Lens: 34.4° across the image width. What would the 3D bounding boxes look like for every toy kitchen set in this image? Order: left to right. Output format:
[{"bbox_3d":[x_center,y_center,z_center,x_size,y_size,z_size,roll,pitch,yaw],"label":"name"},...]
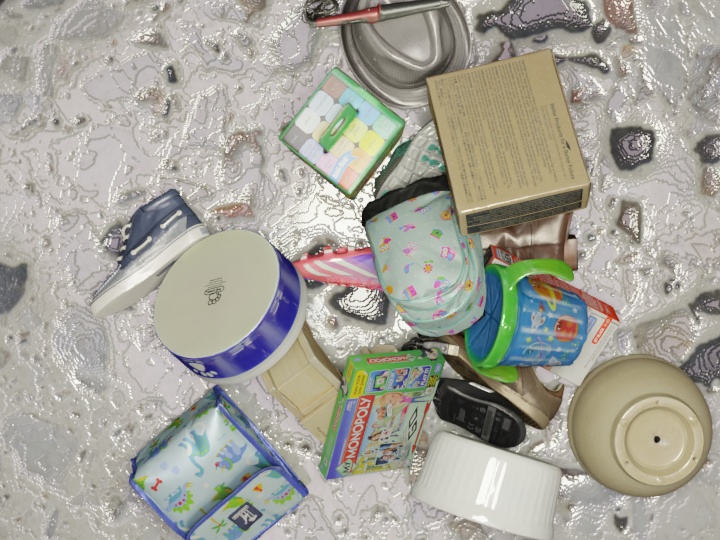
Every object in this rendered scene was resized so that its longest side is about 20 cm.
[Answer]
[{"bbox_3d":[-0.034,0.118,1.622,0.163,0.181,0.200,-36,131,5],"label":"toy kitchen set"}]

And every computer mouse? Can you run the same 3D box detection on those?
[{"bbox_3d":[0.143,0.157,1.595,0.200,0.046,0.141,18,127,22],"label":"computer mouse"}]

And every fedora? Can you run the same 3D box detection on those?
[{"bbox_3d":[0.062,-0.326,1.591,0.177,0.090,0.200,-28,92,2],"label":"fedora"}]

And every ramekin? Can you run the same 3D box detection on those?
[{"bbox_3d":[0.175,0.286,1.568,0.200,0.200,0.098,18,85,0],"label":"ramekin"}]

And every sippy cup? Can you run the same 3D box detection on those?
[{"bbox_3d":[0.218,0.068,1.503,0.130,0.178,0.140,11,75,-15],"label":"sippy cup"}]

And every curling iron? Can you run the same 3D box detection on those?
[{"bbox_3d":[0.018,-0.350,1.539,0.199,0.026,0.050,-1,87,8],"label":"curling iron"}]

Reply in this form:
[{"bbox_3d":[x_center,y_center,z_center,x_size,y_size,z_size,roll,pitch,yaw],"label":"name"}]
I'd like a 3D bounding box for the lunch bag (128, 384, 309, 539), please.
[{"bbox_3d":[-0.195,0.293,1.610,0.170,0.127,0.200,-40,104,0],"label":"lunch bag"}]

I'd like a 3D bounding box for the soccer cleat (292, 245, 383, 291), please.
[{"bbox_3d":[0.000,0.000,1.622,0.199,0.067,0.077,-9,97,-2],"label":"soccer cleat"}]

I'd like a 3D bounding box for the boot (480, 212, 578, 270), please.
[{"bbox_3d":[0.197,-0.076,1.619,0.199,0.064,0.187,-5,92,5],"label":"boot"}]

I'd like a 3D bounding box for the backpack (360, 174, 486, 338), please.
[{"bbox_3d":[0.083,-0.014,1.492,0.167,0.127,0.200,-24,58,17],"label":"backpack"}]

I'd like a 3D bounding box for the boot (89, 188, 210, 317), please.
[{"bbox_3d":[-0.311,-0.024,1.627,0.200,0.073,0.090,-37,77,0],"label":"boot"}]

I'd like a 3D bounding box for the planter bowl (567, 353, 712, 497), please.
[{"bbox_3d":[0.394,0.221,1.590,0.200,0.135,0.201,0,92,0],"label":"planter bowl"}]

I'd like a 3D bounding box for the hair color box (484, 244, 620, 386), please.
[{"bbox_3d":[0.240,0.062,1.596,0.200,0.064,0.111,27,109,-7],"label":"hair color box"}]

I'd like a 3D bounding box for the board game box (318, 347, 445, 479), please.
[{"bbox_3d":[0.027,0.195,1.570,0.134,0.029,0.200,-4,128,-26],"label":"board game box"}]

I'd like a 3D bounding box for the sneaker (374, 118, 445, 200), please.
[{"bbox_3d":[0.078,-0.157,1.578,0.077,0.091,0.200,30,117,-27],"label":"sneaker"}]

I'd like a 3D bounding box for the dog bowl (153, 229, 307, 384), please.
[{"bbox_3d":[-0.175,0.047,1.560,0.200,0.079,0.200,-15,53,22],"label":"dog bowl"}]

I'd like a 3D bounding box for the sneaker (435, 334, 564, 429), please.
[{"bbox_3d":[0.197,0.137,1.632,0.200,0.070,0.076,40,73,-4],"label":"sneaker"}]

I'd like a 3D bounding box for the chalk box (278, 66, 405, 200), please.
[{"bbox_3d":[-0.022,-0.180,1.544,0.124,0.200,0.125,39,92,-1],"label":"chalk box"}]

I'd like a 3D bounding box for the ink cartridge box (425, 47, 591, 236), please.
[{"bbox_3d":[0.181,-0.159,1.438,0.164,0.075,0.200,-12,65,3],"label":"ink cartridge box"}]
